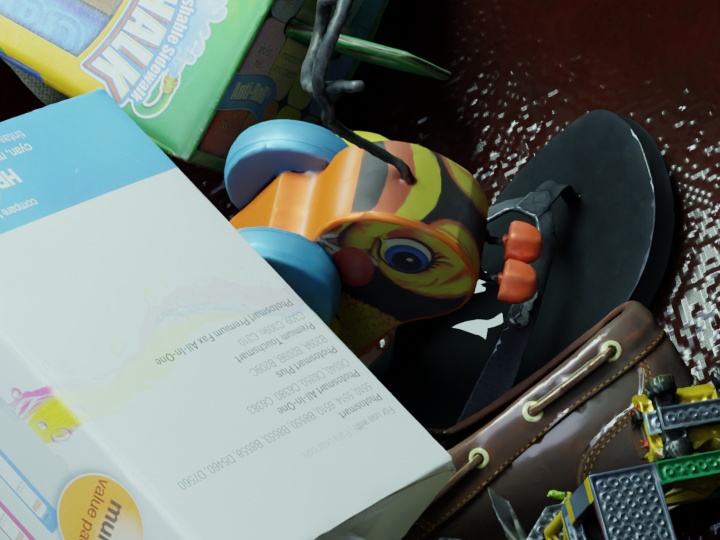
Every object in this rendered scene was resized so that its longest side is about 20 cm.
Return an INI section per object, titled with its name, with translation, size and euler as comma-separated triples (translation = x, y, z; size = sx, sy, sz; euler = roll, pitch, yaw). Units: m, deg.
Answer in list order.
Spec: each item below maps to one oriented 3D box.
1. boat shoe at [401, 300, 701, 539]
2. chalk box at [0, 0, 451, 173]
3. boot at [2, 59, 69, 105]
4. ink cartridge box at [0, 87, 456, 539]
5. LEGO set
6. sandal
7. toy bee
[boat shoe]
translation = 0.024, 0.078, 0.983
size = 0.200, 0.070, 0.070
euler = -29, 13, 8
[chalk box]
translation = -0.062, -0.111, 1.091
size = 0.200, 0.124, 0.124
euler = 31, 94, 17
[boot]
translation = -0.134, -0.177, 1.230
size = 0.155, 0.072, 0.200
euler = -45, 58, 8
[ink cartridge box]
translation = -0.081, 0.066, 0.904
size = 0.200, 0.125, 0.129
euler = 46, 124, 15
[LEGO set]
translation = 0.122, 0.139, 0.886
size = 0.153, 0.116, 0.201
euler = -17, 73, -18
[sandal]
translation = 0.040, 0.027, 1.032
size = 0.200, 0.043, 0.076
euler = -51, 50, 3
[toy bee]
translation = 0.000, 0.000, 0.980
size = 0.200, 0.108, 0.131
euler = 141, 149, -68
